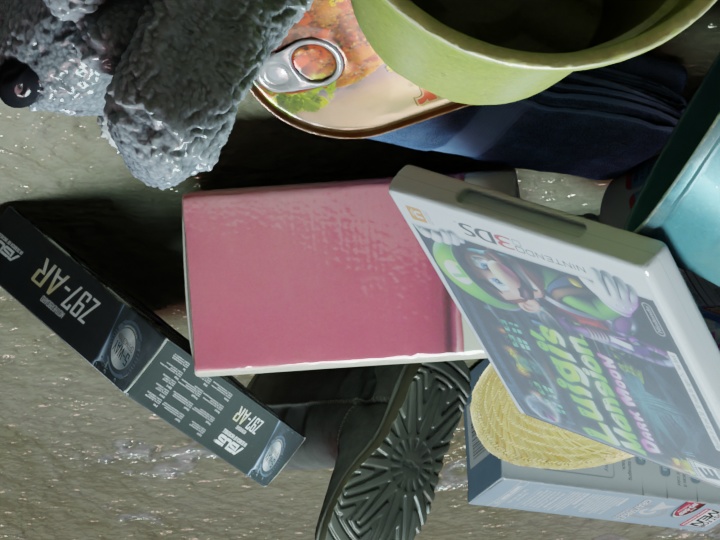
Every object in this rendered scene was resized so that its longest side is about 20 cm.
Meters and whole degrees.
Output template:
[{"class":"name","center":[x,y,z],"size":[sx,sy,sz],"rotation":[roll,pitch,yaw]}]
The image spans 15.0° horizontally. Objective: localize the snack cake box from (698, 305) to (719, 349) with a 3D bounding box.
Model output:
[{"class":"snack cake box","center":[0.269,0.067,1.494],"size":[0.114,0.068,0.200],"rotation":[-5,-168,-23]}]

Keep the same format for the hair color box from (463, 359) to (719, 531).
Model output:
[{"class":"hair color box","center":[0.176,0.125,1.984],"size":[0.199,0.100,0.061],"rotation":[8,154,-22]}]

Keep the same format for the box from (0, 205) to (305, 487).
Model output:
[{"class":"box","center":[-0.139,0.050,1.740],"size":[0.044,0.160,0.200],"rotation":[-51,148,-2]}]

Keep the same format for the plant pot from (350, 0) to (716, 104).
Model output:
[{"class":"plant pot","center":[0.068,-0.163,1.254],"size":[0.199,0.202,0.184],"rotation":[1,168,-6]}]

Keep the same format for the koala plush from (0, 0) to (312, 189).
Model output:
[{"class":"koala plush","center":[-0.116,-0.132,1.319],"size":[0.177,0.184,0.200],"rotation":[43,155,-4]}]

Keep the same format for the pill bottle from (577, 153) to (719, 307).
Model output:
[{"class":"pill bottle","center":[0.212,-0.026,1.604],"size":[0.199,0.109,0.109],"rotation":[-25,149,24]}]

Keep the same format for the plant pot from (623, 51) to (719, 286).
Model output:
[{"class":"plant pot","center":[0.264,-0.052,1.392],"size":[0.187,0.201,0.200],"rotation":[31,152,-1]}]

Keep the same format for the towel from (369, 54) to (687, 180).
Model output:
[{"class":"towel","center":[0.079,-0.095,1.548],"size":[0.199,0.049,0.112],"rotation":[9,154,-24]}]

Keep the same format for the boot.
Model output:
[{"class":"boot","center":[-0.026,0.122,1.815],"size":[0.199,0.182,0.073],"rotation":[0,141,50]}]

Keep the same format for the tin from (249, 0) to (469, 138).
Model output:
[{"class":"tin","center":[0.030,-0.133,1.421],"size":[0.199,0.042,0.112],"rotation":[-16,125,22]}]

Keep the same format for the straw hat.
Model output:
[{"class":"straw hat","center":[0.153,0.042,1.808],"size":[0.200,0.085,0.202],"rotation":[-11,145,-7]}]

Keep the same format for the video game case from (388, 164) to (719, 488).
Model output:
[{"class":"video game case","center":[0.120,0.035,1.463],"size":[0.181,0.023,0.200],"rotation":[19,152,42]}]

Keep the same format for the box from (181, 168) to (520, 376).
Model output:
[{"class":"box","center":[0.000,0.000,1.634],"size":[0.199,0.110,0.128],"rotation":[-4,-179,3]}]
